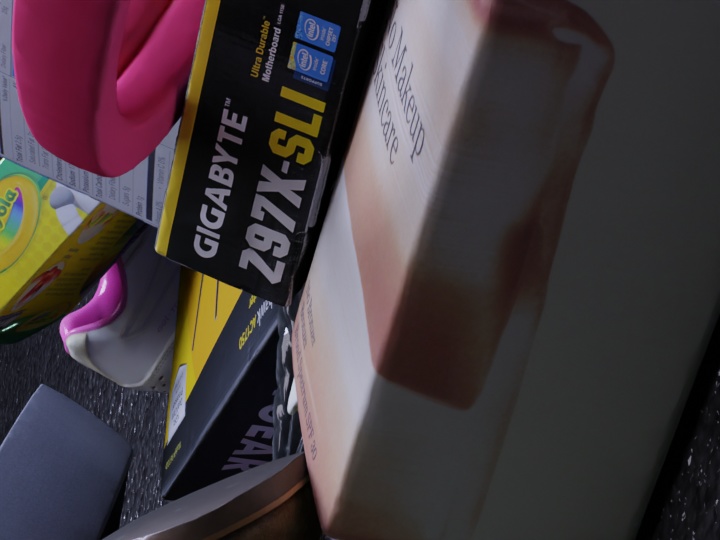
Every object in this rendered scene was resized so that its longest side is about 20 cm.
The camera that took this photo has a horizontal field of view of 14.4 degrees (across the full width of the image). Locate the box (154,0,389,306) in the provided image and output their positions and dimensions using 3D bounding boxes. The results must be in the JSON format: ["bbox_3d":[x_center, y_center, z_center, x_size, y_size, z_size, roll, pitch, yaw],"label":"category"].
[{"bbox_3d":[0.011,-0.109,0.842,0.200,0.049,0.160,-57,-12,-48],"label":"box"}]

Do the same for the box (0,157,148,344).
[{"bbox_3d":[-0.102,-0.048,1.180,0.200,0.048,0.117,-49,-7,5],"label":"box"}]

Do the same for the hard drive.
[{"bbox_3d":[-0.108,0.128,0.856,0.200,0.042,0.135,-74,-5,-69],"label":"hard drive"}]

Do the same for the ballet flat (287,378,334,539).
[{"bbox_3d":[0.005,0.062,0.892,0.075,0.068,0.200,-42,43,52],"label":"ballet flat"}]

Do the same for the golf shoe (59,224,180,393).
[{"bbox_3d":[-0.078,-0.040,1.261,0.075,0.091,0.200,-161,81,-78],"label":"golf shoe"}]

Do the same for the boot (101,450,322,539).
[{"bbox_3d":[-0.034,0.099,0.821,0.200,0.074,0.075,92,158,-79],"label":"boot"}]

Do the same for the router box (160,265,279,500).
[{"bbox_3d":[-0.027,-0.011,1.103,0.200,0.051,0.149,124,153,-59],"label":"router box"}]

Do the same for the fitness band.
[{"bbox_3d":[-0.043,-0.113,0.773,0.144,0.037,0.200,107,-172,-48],"label":"fitness band"}]

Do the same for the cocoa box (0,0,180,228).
[{"bbox_3d":[-0.057,-0.134,0.970,0.133,0.131,0.200,102,-167,-62],"label":"cocoa box"}]

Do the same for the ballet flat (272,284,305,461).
[{"bbox_3d":[0.000,0.000,0.966,0.057,0.066,0.200,-171,90,-82],"label":"ballet flat"}]

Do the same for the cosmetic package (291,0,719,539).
[{"bbox_3d":[0.049,-0.031,0.739,0.103,0.087,0.200,-101,24,-58],"label":"cosmetic package"}]
